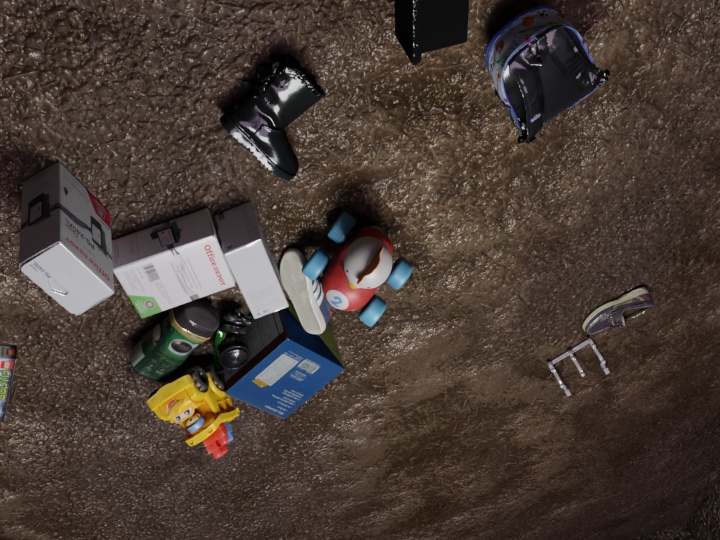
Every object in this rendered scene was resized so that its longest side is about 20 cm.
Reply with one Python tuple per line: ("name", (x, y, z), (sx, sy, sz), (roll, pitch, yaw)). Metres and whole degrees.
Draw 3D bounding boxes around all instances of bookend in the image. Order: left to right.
("bookend", (0.157, -0.459, 1.213), (0.195, 0.093, 0.201), (-17, 139, -9))

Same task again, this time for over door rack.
("over door rack", (0.632, 0.287, 2.196), (0.146, 0.067, 0.200), (-31, 137, 11))

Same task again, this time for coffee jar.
("coffee jar", (-0.384, 0.138, 1.590), (0.199, 0.086, 0.103), (-42, 132, 22))

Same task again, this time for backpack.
("backpack", (0.309, -0.361, 1.336), (0.198, 0.156, 0.190), (-37, 145, 7))

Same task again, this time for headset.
("headset", (-0.273, 0.136, 1.586), (0.092, 0.127, 0.199), (12, 150, -30))

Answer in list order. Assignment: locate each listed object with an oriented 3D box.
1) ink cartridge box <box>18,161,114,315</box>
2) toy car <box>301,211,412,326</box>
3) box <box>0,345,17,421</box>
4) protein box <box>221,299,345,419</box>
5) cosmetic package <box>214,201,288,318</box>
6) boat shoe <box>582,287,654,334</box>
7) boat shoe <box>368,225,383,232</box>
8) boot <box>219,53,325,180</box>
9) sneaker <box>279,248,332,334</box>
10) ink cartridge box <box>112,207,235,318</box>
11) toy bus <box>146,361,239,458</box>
("ink cartridge box", (-0.484, -0.053, 1.267), (0.082, 0.203, 0.146), (-26, 139, 6))
("toy car", (0.000, 0.000, 1.467), (0.183, 0.200, 0.178), (37, 89, -6))
("box", (-0.769, 0.231, 1.557), (0.108, 0.035, 0.202), (7, 130, -29))
("protein box", (-0.179, 0.193, 1.698), (0.199, 0.137, 0.197), (-39, 136, 18))
("cosmetic package", (-0.211, -0.017, 1.490), (0.079, 0.114, 0.202), (-19, 140, -4))
("boat shoe", (0.691, 0.120, 2.051), (0.197, 0.066, 0.072), (-31, 139, 10))
("boat shoe", (0.011, -0.010, 1.635), (0.063, 0.070, 0.204), (-24, 142, -51))
("boot", (-0.128, -0.261, 1.312), (0.162, 0.074, 0.197), (-40, 135, 13))
("sneaker", (-0.109, 0.031, 1.622), (0.073, 0.085, 0.204), (4, 124, 30))
("ink cartridge box", (-0.352, -0.013, 1.452), (0.195, 0.085, 0.148), (-19, 138, -5))
("toy bus", (-0.349, 0.316, 1.665), (0.134, 0.195, 0.200), (-30, 171, 10))
